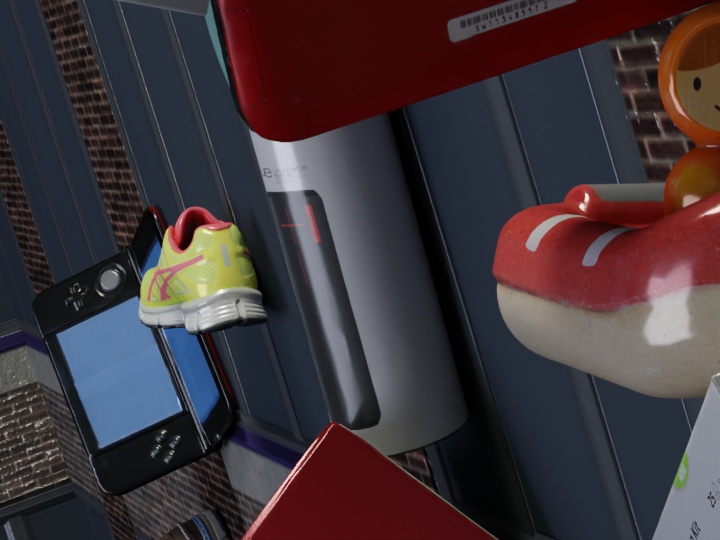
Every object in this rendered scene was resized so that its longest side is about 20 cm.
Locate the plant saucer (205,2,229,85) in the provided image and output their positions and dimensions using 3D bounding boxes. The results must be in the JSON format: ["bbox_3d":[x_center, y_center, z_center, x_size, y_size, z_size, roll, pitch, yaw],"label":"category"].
[{"bbox_3d":[-0.060,-0.151,1.523,0.200,0.036,0.201,161,90,-76],"label":"plant saucer"}]

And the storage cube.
[{"bbox_3d":[-0.012,0.219,1.409,0.200,0.180,0.171,37,161,2],"label":"storage cube"}]

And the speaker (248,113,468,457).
[{"bbox_3d":[0.000,0.000,1.411,0.081,0.081,0.201,-154,47,-69],"label":"speaker"}]

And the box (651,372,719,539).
[{"bbox_3d":[0.164,0.068,0.761,0.200,0.155,0.041,96,149,-60],"label":"box"}]

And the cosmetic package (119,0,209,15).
[{"bbox_3d":[-0.136,-0.213,1.426,0.200,0.106,0.090,-111,31,-67],"label":"cosmetic package"}]

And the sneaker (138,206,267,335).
[{"bbox_3d":[-0.119,-0.004,1.867,0.200,0.078,0.091,-178,78,-68],"label":"sneaker"}]

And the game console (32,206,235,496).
[{"bbox_3d":[-0.199,0.073,2.154,0.201,0.172,0.119,68,-169,13],"label":"game console"}]

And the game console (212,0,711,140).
[{"bbox_3d":[0.020,-0.164,0.871,0.119,0.199,0.173,-135,29,-60],"label":"game console"}]

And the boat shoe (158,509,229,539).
[{"bbox_3d":[-0.145,0.324,2.343,0.072,0.072,0.201,-148,42,-68],"label":"boat shoe"}]

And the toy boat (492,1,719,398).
[{"bbox_3d":[0.128,-0.027,0.859,0.200,0.130,0.131,-163,72,-71],"label":"toy boat"}]
